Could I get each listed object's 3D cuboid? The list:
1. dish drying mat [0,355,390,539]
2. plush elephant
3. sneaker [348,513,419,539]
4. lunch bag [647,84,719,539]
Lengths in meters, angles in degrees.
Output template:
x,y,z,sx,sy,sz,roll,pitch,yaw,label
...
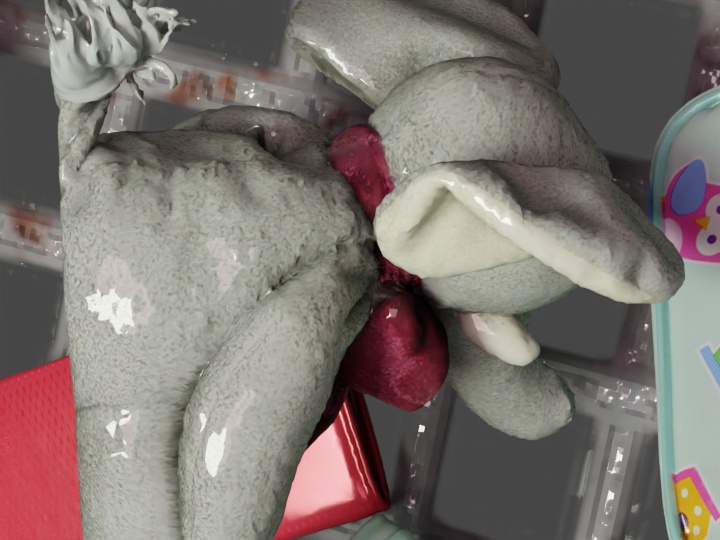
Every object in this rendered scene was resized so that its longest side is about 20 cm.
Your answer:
x,y,z,sx,sy,sz,roll,pitch,yaw,label
-0.088,0.066,0.818,0.199,0.018,0.077,-19,84,21,dish drying mat
0.000,0.000,0.688,0.154,0.165,0.201,-3,125,-4,plush elephant
0.051,0.110,0.727,0.200,0.074,0.119,-33,87,23,sneaker
0.175,0.009,0.656,0.199,0.077,0.161,-10,63,19,lunch bag
